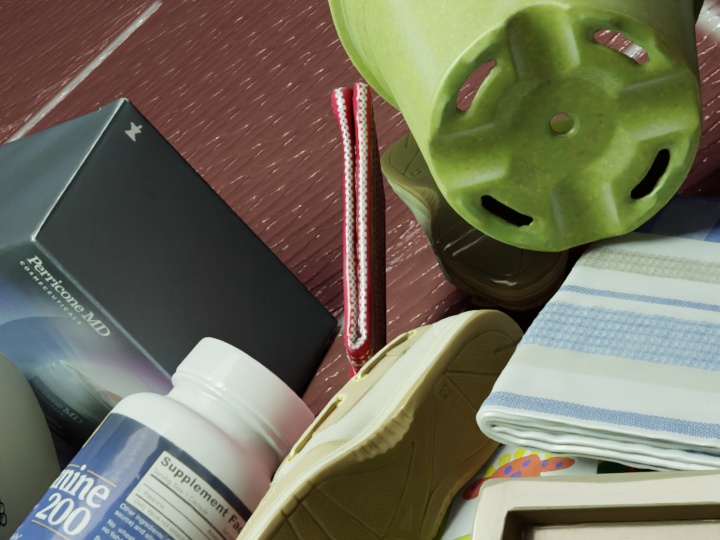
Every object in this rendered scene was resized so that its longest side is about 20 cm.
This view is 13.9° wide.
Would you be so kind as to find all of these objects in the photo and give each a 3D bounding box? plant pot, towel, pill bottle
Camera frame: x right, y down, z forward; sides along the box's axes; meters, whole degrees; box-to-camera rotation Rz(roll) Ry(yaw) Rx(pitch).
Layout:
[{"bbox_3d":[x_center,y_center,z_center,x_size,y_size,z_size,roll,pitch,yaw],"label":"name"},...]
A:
[{"bbox_3d":[0.089,-0.109,1.436,0.200,0.200,0.185,-37,28,16],"label":"plant pot"},{"bbox_3d":[0.000,0.000,1.544,0.022,0.200,0.146,-2,74,2],"label":"towel"},{"bbox_3d":[-0.115,0.138,1.603,0.200,0.111,0.111,-52,25,-16],"label":"pill bottle"},{"bbox_3d":[0.154,0.027,1.349,0.146,0.024,0.200,7,36,25],"label":"towel"}]

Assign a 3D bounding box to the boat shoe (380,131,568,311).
[{"bbox_3d":[0.071,-0.022,1.651,0.073,0.063,0.201,-34,30,-8],"label":"boat shoe"}]

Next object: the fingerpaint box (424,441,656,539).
[{"bbox_3d":[0.053,0.141,1.380,0.199,0.073,0.167,-26,31,31],"label":"fingerpaint box"}]

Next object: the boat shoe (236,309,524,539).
[{"bbox_3d":[0.000,0.097,1.363,0.200,0.074,0.069,-44,22,-24],"label":"boat shoe"}]

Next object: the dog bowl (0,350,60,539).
[{"bbox_3d":[-0.241,0.141,1.659,0.078,0.201,0.201,-7,38,19],"label":"dog bowl"}]

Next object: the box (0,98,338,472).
[{"bbox_3d":[-0.160,0.025,1.747,0.198,0.200,0.124,-17,35,46],"label":"box"}]

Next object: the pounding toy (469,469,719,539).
[{"bbox_3d":[0.146,0.158,1.125,0.183,0.142,0.201,-4,57,29],"label":"pounding toy"}]
